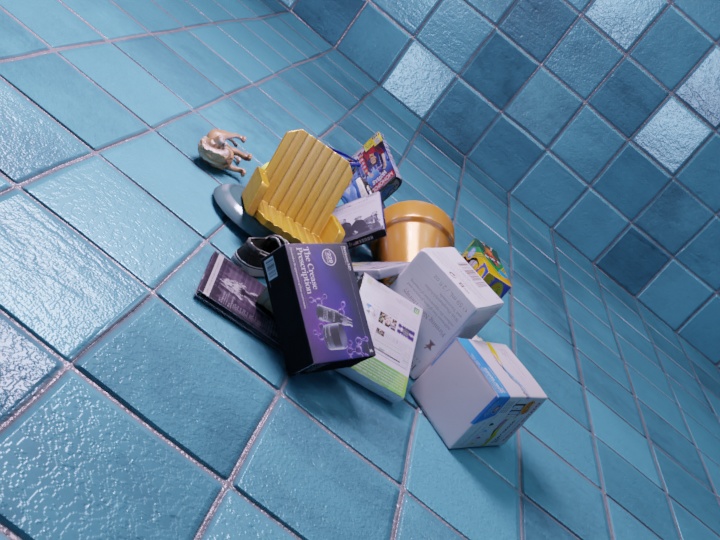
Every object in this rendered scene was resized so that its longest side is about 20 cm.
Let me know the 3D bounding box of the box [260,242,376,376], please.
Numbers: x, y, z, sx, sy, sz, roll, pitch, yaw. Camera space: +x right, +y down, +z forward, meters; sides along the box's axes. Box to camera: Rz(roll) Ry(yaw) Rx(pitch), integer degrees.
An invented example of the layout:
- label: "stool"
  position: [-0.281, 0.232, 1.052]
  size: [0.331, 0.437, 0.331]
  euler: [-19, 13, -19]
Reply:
- label: "box"
  position: [-0.069, 0.061, 1.348]
  size: [0.140, 0.078, 0.203]
  euler: [-2, 71, -45]

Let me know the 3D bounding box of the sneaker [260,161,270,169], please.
- label: "sneaker"
  position: [-0.134, -0.154, 1.739]
  size: [0.201, 0.074, 0.084]
  euler: [53, 47, -15]

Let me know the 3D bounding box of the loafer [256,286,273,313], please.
- label: "loafer"
  position: [-0.111, 0.035, 1.442]
  size: [0.069, 0.075, 0.200]
  euler: [52, 34, 2]

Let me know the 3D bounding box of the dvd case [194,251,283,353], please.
- label: "dvd case"
  position: [-0.183, 0.058, 1.385]
  size: [0.199, 0.016, 0.149]
  euler: [36, 22, -15]

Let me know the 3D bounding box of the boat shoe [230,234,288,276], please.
- label: "boat shoe"
  position: [-0.161, -0.029, 1.523]
  size: [0.071, 0.064, 0.199]
  euler: [45, 19, 17]

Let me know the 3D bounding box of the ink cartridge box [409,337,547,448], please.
- label: "ink cartridge box"
  position: [0.227, 0.235, 1.549]
  size: [0.199, 0.148, 0.145]
  euler: [11, 35, -50]

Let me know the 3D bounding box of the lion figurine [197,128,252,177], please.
- label: "lion figurine"
  position: [-0.305, -0.268, 1.771]
  size: [0.121, 0.073, 0.200]
  euler: [21, 13, -24]

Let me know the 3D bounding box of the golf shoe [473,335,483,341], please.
- label: "golf shoe"
  position: [0.243, 0.204, 1.746]
  size: [0.200, 0.079, 0.097]
  euler: [46, 28, 18]

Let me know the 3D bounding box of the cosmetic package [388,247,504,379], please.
- label: "cosmetic package"
  position: [0.149, 0.082, 1.643]
  size: [0.168, 0.201, 0.166]
  euler: [47, 23, 18]

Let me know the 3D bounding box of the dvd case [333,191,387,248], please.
- label: "dvd case"
  position: [-0.017, -0.106, 1.823]
  size: [0.201, 0.148, 0.025]
  euler: [-93, 162, -62]

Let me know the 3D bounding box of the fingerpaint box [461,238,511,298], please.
- label: "fingerpaint box"
  position: [0.240, 0.052, 1.857]
  size: [0.073, 0.201, 0.168]
  euler: [30, 23, -19]

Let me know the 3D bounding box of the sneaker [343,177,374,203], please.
- label: "sneaker"
  position: [0.014, -0.121, 1.994]
  size: [0.078, 0.088, 0.203]
  euler: [6, 58, -65]

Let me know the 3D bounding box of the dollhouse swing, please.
- label: "dollhouse swing"
  position: [-0.104, -0.157, 1.609]
  size: [0.199, 0.177, 0.182]
  euler: [33, 11, -21]

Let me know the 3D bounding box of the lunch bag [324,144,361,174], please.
- label: "lunch bag"
  position: [-0.096, -0.210, 1.872]
  size: [0.094, 0.151, 0.199]
  euler: [49, 23, 23]

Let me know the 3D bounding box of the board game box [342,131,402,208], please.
- label: "board game box"
  position: [0.027, -0.211, 2.083]
  size: [0.061, 0.199, 0.202]
  euler: [14, 47, -46]

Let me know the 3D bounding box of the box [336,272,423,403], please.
- label: "box"
  position: [0.034, 0.122, 1.482]
  size: [0.143, 0.036, 0.202]
  euler: [32, 49, -19]

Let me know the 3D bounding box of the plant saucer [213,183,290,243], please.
- label: "plant saucer"
  position: [-0.208, -0.116, 1.650]
  size: [0.199, 0.028, 0.201]
  euler: [36, 17, -12]

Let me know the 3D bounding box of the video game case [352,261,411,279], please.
- label: "video game case"
  position: [0.000, 0.000, 1.641]
  size: [0.180, 0.022, 0.199]
  euler: [0, 5, 27]

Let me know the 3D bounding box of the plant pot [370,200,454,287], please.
- label: "plant pot"
  position: [0.117, -0.022, 1.837]
  size: [0.199, 0.200, 0.185]
  euler: [30, 38, -23]
